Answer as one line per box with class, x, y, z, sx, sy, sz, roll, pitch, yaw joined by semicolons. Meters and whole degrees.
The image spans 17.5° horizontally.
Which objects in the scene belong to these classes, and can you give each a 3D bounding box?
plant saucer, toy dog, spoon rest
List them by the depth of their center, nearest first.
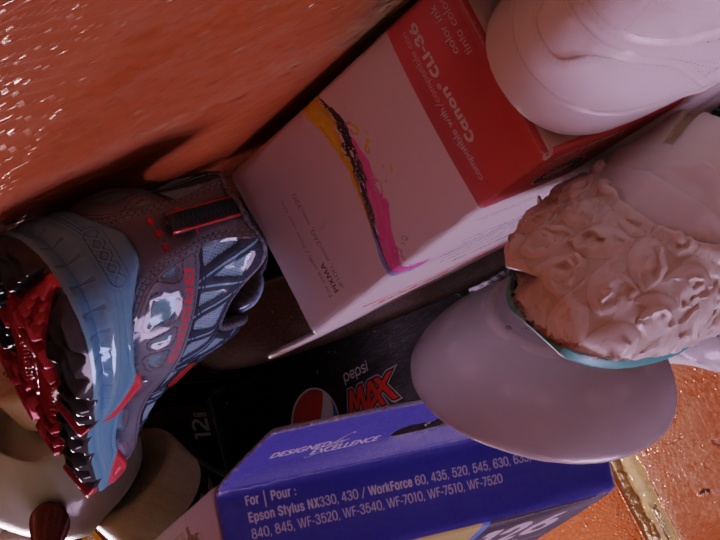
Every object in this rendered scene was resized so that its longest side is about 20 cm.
spoon rest;0.086;0.015;0.901;0.200;0.099;0.061;-55;157;-51
toy dog;-0.159;0.100;0.958;0.200;0.132;0.096;-42;-162;41
plant saucer;0.000;0.000;0.989;0.200;0.037;0.200;-20;-175;2

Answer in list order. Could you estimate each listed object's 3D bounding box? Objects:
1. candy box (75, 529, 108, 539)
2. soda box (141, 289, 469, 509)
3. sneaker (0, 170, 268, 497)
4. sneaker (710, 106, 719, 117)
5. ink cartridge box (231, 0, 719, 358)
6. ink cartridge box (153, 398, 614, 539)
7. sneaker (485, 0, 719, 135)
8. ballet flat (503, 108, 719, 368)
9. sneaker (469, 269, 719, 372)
candy box;-0.070;0.073;1.108;0.055;0.116;0.200;-29;174;39
soda box;-0.022;0.061;1.061;0.063;0.071;0.200;-7;-170;37
sneaker;-0.072;0.019;0.804;0.095;0.079;0.200;-28;175;-15
sneaker;0.135;-0.066;0.901;0.200;0.082;0.073;-70;172;-49
ink cartridge box;0.037;-0.045;0.792;0.116;0.068;0.200;-24;172;-34
ink cartridge box;0.000;0.107;0.936;0.197;0.047;0.200;-8;160;-37
sneaker;0.140;-0.109;0.671;0.200;0.074;0.116;-30;173;-28
ballet flat;0.108;-0.025;0.733;0.072;0.072;0.200;-31;175;32
sneaker;0.097;0.047;1.194;0.199;0.115;0.075;15;-173;7
